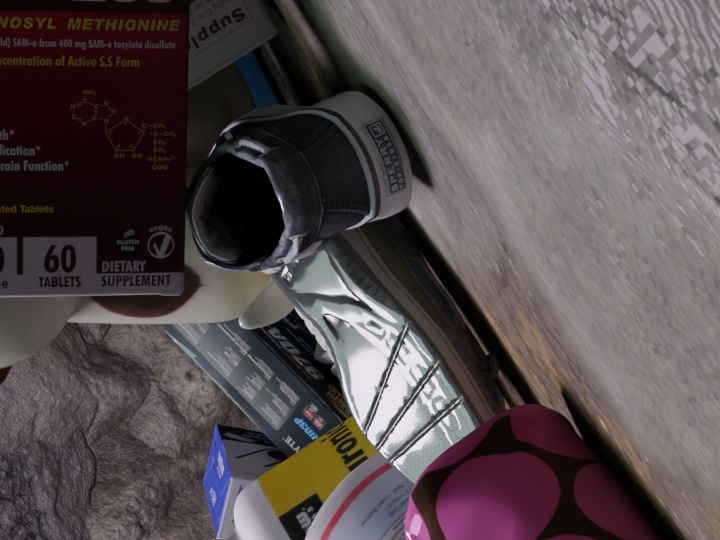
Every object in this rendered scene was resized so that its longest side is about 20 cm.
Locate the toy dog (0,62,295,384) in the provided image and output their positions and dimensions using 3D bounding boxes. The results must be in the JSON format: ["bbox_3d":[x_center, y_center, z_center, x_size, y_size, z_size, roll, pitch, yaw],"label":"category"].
[{"bbox_3d":[-0.143,-0.011,0.928,0.195,0.199,0.140,56,150,30],"label":"toy dog"}]

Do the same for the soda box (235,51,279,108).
[{"bbox_3d":[-0.092,-0.109,1.103,0.064,0.068,0.200,57,176,38],"label":"soda box"}]

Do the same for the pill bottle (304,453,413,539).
[{"bbox_3d":[0.067,0.174,0.863,0.200,0.109,0.109,31,158,45],"label":"pill bottle"}]

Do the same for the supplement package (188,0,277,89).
[{"bbox_3d":[-0.144,-0.180,0.842,0.201,0.117,0.117,62,174,-33],"label":"supplement package"}]

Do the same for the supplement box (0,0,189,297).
[{"bbox_3d":[-0.128,-0.092,0.754,0.061,0.108,0.202,-140,50,-71],"label":"supplement box"}]

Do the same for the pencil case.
[{"bbox_3d":[0.086,0.141,0.657,0.200,0.093,0.091,55,175,47],"label":"pencil case"}]

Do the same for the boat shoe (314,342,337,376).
[{"bbox_3d":[0.001,0.038,1.096,0.201,0.066,0.074,59,176,-13],"label":"boat shoe"}]

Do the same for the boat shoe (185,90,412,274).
[{"bbox_3d":[-0.045,-0.029,0.777,0.200,0.067,0.072,-3,110,68],"label":"boat shoe"}]

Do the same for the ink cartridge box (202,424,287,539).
[{"bbox_3d":[0.004,0.149,1.142,0.094,0.198,0.045,-124,48,-71],"label":"ink cartridge box"}]

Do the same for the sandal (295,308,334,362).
[{"bbox_3d":[-0.002,0.004,0.951,0.203,0.049,0.083,58,149,20],"label":"sandal"}]

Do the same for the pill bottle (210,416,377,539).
[{"bbox_3d":[-0.002,0.147,1.014,0.112,0.199,0.111,56,176,6],"label":"pill bottle"}]

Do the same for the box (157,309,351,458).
[{"bbox_3d":[-0.049,0.042,1.157,0.200,0.046,0.159,44,-159,10],"label":"box"}]

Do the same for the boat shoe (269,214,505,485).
[{"bbox_3d":[0.018,0.023,0.857,0.202,0.064,0.075,53,136,22],"label":"boat shoe"}]
